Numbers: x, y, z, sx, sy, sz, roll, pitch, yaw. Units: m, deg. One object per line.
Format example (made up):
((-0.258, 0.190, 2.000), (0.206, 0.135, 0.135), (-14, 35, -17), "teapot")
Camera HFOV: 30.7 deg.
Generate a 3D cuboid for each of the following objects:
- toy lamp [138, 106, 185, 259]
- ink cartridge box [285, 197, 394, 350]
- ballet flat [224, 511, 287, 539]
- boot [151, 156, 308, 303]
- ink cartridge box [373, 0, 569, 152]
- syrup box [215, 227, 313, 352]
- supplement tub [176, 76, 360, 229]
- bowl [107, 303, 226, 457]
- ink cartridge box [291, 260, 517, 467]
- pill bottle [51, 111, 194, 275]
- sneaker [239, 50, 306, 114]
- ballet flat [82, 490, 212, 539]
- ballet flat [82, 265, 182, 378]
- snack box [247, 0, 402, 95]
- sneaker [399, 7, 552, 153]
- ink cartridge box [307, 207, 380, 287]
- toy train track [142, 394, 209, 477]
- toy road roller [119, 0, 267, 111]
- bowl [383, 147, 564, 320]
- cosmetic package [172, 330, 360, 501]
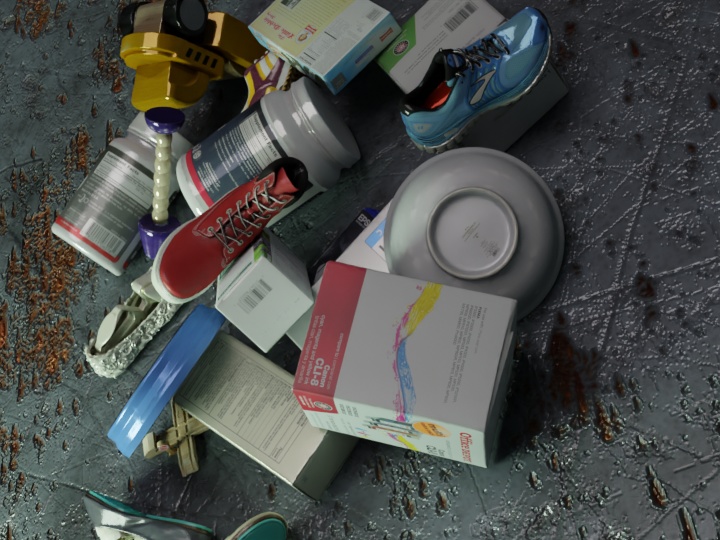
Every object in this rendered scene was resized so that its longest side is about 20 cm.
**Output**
((-0.256, -0.107, 1.682), (0.058, 0.201, 0.058), (4, 31, -3), "toy lamp")
((0.035, 0.048, 1.460), (0.200, 0.045, 0.176), (-48, 63, 2), "ink cartridge box")
((-0.154, 0.343, 1.437), (0.069, 0.069, 0.200), (29, 83, 41), "ballet flat")
((-0.141, -0.051, 1.457), (0.144, 0.072, 0.200), (-28, 17, 48), "boot")
((0.129, -0.235, 1.562), (0.146, 0.084, 0.200), (-43, 50, 6), "ink cartridge box")
((-0.111, 0.015, 1.493), (0.079, 0.081, 0.200), (-46, 13, 6), "syrup box")
((-0.115, -0.133, 1.629), (0.200, 0.140, 0.141), (-34, 51, 13), "supplement tub")
((-0.226, 0.124, 1.526), (0.201, 0.039, 0.201), (-55, 4, 5), "bowl")
((0.052, 0.097, 1.341), (0.199, 0.145, 0.145), (11, 70, 11), "ink cartridge box")
((-0.313, -0.105, 1.762), (0.114, 0.114, 0.200), (28, 81, 40), "pill bottle")
((-0.108, -0.277, 1.751), (0.090, 0.075, 0.201), (8, 68, 31), "sneaker")
((-0.258, 0.308, 1.520), (0.199, 0.073, 0.073), (9, 70, 34), "ballet flat")
((-0.282, 0.051, 1.685), (0.072, 0.072, 0.200), (32, 83, 41), "ballet flat")
((-0.048, -0.304, 1.646), (0.116, 0.037, 0.200), (-44, 43, -5), "snack box")
((0.126, -0.216, 1.441), (0.200, 0.090, 0.078), (-43, 51, 5), "sneaker")
((0.000, 0.000, 1.545), (0.200, 0.039, 0.099), (-48, 48, 0), "ink cartridge box")
((-0.184, 0.171, 1.571), (0.199, 0.033, 0.115), (-27, 52, 17), "toy train track")
((-0.232, -0.275, 1.759), (0.122, 0.200, 0.147), (0, 78, 40), "toy road roller")
((0.119, -0.036, 1.389), (0.200, 0.090, 0.202), (0, 87, 7), "bowl")
((-0.104, 0.162, 1.480), (0.200, 0.071, 0.105), (31, 80, 33), "cosmetic package")
